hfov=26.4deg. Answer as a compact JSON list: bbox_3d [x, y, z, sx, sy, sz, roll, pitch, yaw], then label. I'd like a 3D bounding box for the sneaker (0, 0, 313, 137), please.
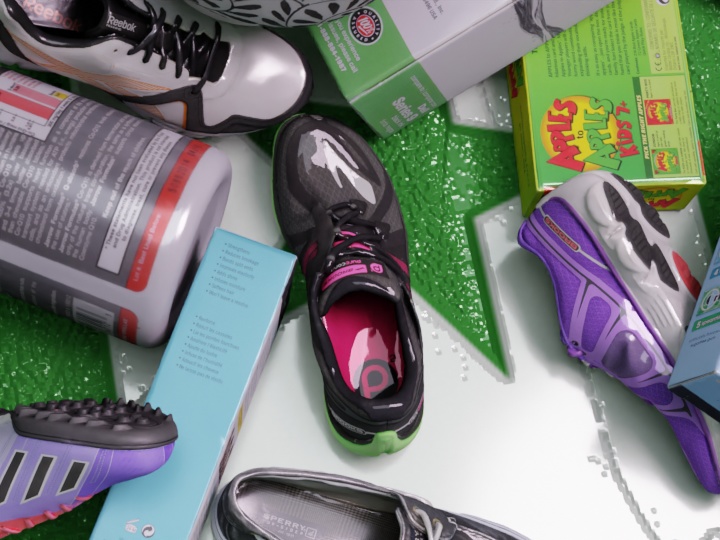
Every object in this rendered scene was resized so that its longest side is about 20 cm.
[{"bbox_3d":[-0.114,-0.118,0.823,0.199,0.080,0.074,12,88,-23],"label":"sneaker"}]

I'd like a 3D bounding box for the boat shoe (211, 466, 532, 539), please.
[{"bbox_3d":[0.017,0.153,0.815,0.199,0.071,0.072,13,72,-2],"label":"boat shoe"}]

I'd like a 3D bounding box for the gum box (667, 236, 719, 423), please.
[{"bbox_3d":[0.274,0.021,0.853,0.170,0.045,0.201,34,62,-15],"label":"gum box"}]

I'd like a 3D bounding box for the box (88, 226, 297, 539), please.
[{"bbox_3d":[-0.091,0.084,0.820,0.049,0.082,0.201,20,72,0],"label":"box"}]

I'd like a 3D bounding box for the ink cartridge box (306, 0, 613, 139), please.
[{"bbox_3d":[0.057,-0.192,0.879,0.199,0.084,0.146,-29,71,9],"label":"ink cartridge box"}]

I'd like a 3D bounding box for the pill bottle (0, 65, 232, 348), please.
[{"bbox_3d":[-0.180,-0.044,0.833,0.199,0.116,0.116,21,72,1],"label":"pill bottle"}]

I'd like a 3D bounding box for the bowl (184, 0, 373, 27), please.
[{"bbox_3d":[-0.055,-0.190,0.800,0.200,0.094,0.201,13,50,-16],"label":"bowl"}]

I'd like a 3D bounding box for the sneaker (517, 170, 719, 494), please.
[{"bbox_3d":[0.160,0.040,0.873,0.201,0.083,0.081,59,32,1],"label":"sneaker"}]

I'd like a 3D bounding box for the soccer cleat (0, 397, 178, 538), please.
[{"bbox_3d":[-0.170,0.104,0.777,0.199,0.068,0.074,-5,88,33],"label":"soccer cleat"}]

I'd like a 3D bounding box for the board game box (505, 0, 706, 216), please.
[{"bbox_3d":[0.140,-0.136,0.928,0.101,0.048,0.201,-3,73,-6],"label":"board game box"}]

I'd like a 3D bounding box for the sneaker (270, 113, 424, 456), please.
[{"bbox_3d":[0.000,0.000,0.853,0.076,0.084,0.201,-14,75,-10],"label":"sneaker"}]
